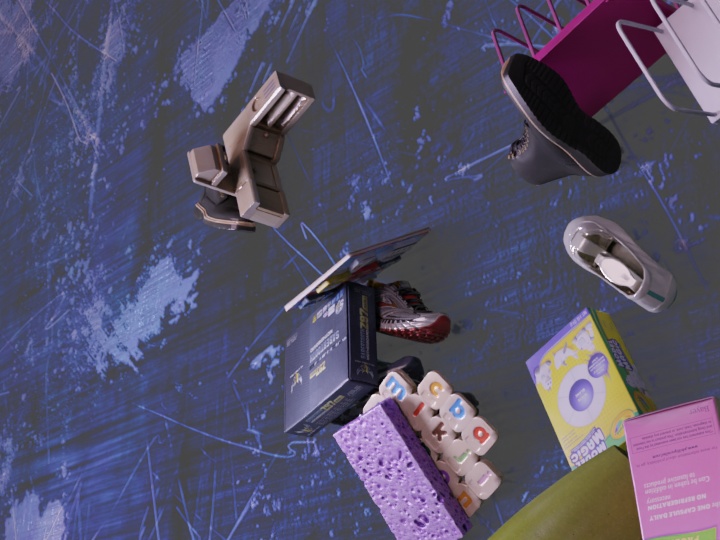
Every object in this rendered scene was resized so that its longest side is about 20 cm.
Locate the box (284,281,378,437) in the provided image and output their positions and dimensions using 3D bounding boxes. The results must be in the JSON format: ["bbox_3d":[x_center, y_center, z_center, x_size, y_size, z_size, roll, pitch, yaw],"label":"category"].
[{"bbox_3d":[-0.046,0.131,1.651,0.200,0.051,0.158,-43,40,47],"label":"box"}]

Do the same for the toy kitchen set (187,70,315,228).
[{"bbox_3d":[-0.180,-0.217,1.968,0.180,0.163,0.200,-45,46,33],"label":"toy kitchen set"}]

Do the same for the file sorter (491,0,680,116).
[{"bbox_3d":[0.280,-0.304,1.429,0.200,0.139,0.126,-42,45,35],"label":"file sorter"}]

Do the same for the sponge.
[{"bbox_3d":[0.053,0.274,1.503,0.112,0.030,0.200,-37,84,42],"label":"sponge"}]

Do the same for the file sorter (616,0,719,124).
[{"bbox_3d":[0.404,-0.277,1.243,0.200,0.124,0.139,-41,65,35],"label":"file sorter"}]

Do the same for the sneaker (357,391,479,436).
[{"bbox_3d":[0.069,0.200,1.546,0.200,0.090,0.067,-22,58,47],"label":"sneaker"}]

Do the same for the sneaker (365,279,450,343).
[{"bbox_3d":[0.056,0.054,1.632,0.200,0.078,0.082,12,85,53],"label":"sneaker"}]

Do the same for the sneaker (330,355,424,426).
[{"bbox_3d":[0.012,0.153,1.654,0.200,0.078,0.086,-32,50,41],"label":"sneaker"}]

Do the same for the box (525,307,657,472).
[{"bbox_3d":[0.275,0.157,1.336,0.117,0.048,0.200,-48,45,31],"label":"box"}]

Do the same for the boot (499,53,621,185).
[{"bbox_3d":[0.209,-0.173,1.425,0.138,0.200,0.078,-12,42,53],"label":"boot"}]

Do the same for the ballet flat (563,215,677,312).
[{"bbox_3d":[0.293,-0.018,1.363,0.070,0.069,0.200,-62,38,15],"label":"ballet flat"}]

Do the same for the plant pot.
[{"bbox_3d":[0.249,0.294,1.232,0.200,0.187,0.187,-53,39,4],"label":"plant pot"}]

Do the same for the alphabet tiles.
[{"bbox_3d":[0.091,0.224,1.481,0.200,0.015,0.196,45,130,16],"label":"alphabet tiles"}]

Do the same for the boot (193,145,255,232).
[{"bbox_3d":[-0.238,-0.148,2.066,0.200,0.077,0.139,23,101,54],"label":"boot"}]

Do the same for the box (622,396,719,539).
[{"bbox_3d":[0.344,0.244,1.091,0.097,0.176,0.200,-22,60,31],"label":"box"}]

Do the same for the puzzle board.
[{"bbox_3d":[0.000,0.000,1.643,0.151,0.200,0.017,-38,79,37],"label":"puzzle board"}]
